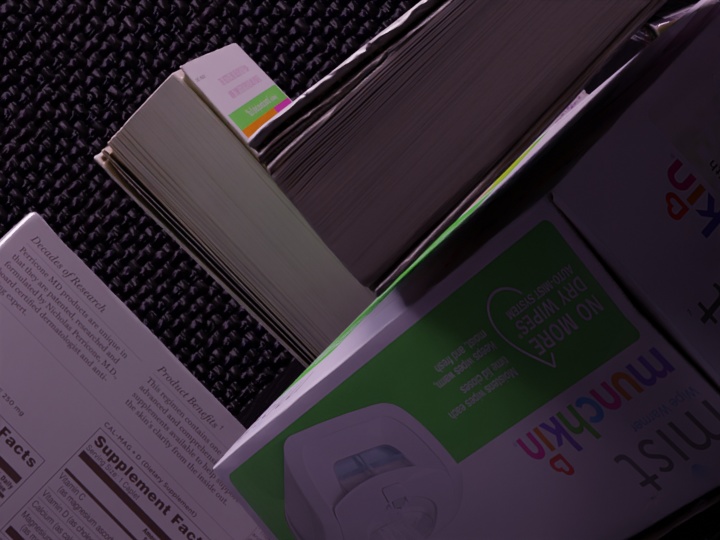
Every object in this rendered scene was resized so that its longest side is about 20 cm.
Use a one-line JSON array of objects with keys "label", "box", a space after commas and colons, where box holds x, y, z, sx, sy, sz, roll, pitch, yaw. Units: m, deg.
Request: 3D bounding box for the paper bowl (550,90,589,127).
[{"label": "paper bowl", "box": [0.065, -0.019, 1.266, 0.201, 0.104, 0.201, -45, 2, 2]}]

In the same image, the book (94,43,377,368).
[{"label": "book", "box": [0.000, 0.000, 0.875, 0.048, 0.200, 0.134, -43, 2, 17]}]

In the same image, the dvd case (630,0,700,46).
[{"label": "dvd case", "box": [0.199, -0.126, 0.859, 0.198, 0.016, 0.149, -21, 7, 4]}]

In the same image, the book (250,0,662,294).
[{"label": "book", "box": [0.040, -0.056, 0.640, 0.133, 0.048, 0.200, -41, -1, 1]}]

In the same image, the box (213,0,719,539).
[{"label": "box", "box": [0.077, 0.010, 0.685, 0.176, 0.097, 0.200, -44, 2, -38]}]

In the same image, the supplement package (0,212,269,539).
[{"label": "supplement package", "box": [-0.104, 0.105, 0.841, 0.111, 0.200, 0.156, -45, 2, -26]}]
